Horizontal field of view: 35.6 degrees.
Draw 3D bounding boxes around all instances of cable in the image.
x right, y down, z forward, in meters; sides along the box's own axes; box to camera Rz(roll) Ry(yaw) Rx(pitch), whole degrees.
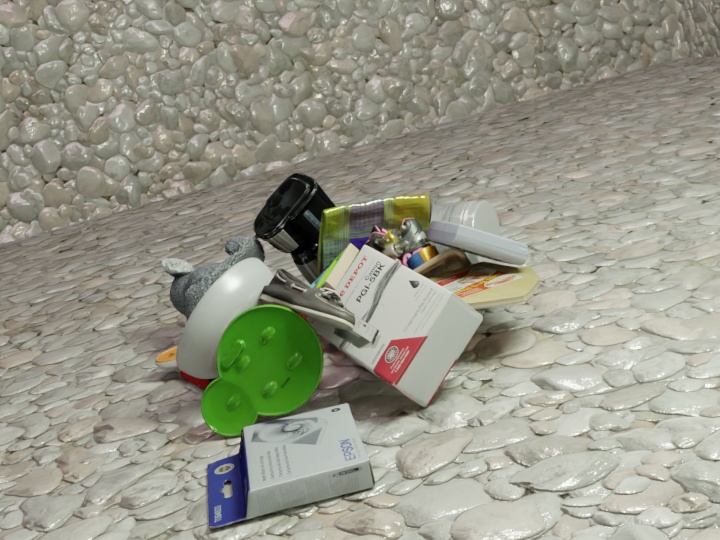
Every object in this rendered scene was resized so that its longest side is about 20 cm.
[{"bbox_3d":[0.000,0.000,1.791,0.200,0.050,0.098,-35,29,46],"label":"cable"}]

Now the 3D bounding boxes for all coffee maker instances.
[{"bbox_3d":[-0.066,-0.076,1.973,0.134,0.200,0.193,-2,51,46],"label":"coffee maker"}]

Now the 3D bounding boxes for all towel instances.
[{"bbox_3d":[0.027,-0.057,1.881,0.198,0.145,0.023,-7,38,-17],"label":"towel"}]

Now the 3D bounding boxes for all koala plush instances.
[{"bbox_3d":[-0.268,0.043,1.974,0.199,0.179,0.183,9,38,47],"label":"koala plush"}]

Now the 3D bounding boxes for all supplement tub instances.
[{"bbox_3d":[0.143,-0.056,2.051,0.198,0.133,0.132,-4,17,29],"label":"supplement tub"}]

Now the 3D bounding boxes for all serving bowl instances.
[{"bbox_3d":[-0.183,0.082,1.658,0.066,0.201,0.200,33,32,16],"label":"serving bowl"}]

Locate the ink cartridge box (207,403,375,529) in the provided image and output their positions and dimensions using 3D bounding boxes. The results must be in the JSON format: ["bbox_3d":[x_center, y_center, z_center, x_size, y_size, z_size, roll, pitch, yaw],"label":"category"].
[{"bbox_3d":[-0.094,0.231,1.362,0.198,0.041,0.200,-15,15,-6],"label":"ink cartridge box"}]

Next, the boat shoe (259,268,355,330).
[{"bbox_3d":[-0.071,0.035,1.548,0.067,0.057,0.199,29,-10,-37],"label":"boat shoe"}]

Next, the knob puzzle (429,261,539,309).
[{"bbox_3d":[0.173,0.034,1.628,0.217,0.031,0.220,-8,14,2],"label":"knob puzzle"}]

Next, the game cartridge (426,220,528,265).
[{"bbox_3d":[0.171,-0.044,1.726,0.132,0.041,0.200,20,1,-7],"label":"game cartridge"}]

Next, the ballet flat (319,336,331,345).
[{"bbox_3d":[-0.041,0.093,1.825,0.064,0.067,0.200,-41,15,1],"label":"ballet flat"}]

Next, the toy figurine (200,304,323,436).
[{"bbox_3d":[-0.128,0.141,1.609,0.200,0.150,0.184,-50,-6,5],"label":"toy figurine"}]

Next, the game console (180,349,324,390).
[{"bbox_3d":[-0.172,0.145,1.790,0.199,0.031,0.176,-20,12,-26],"label":"game console"}]

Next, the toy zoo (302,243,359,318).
[{"bbox_3d":[-0.085,0.052,1.762,0.200,0.020,0.131,-46,7,31],"label":"toy zoo"}]

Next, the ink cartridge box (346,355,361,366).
[{"bbox_3d":[0.085,0.086,1.695,0.199,0.068,0.117,-20,18,-27],"label":"ink cartridge box"}]

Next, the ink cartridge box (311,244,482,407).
[{"bbox_3d":[0.045,0.071,1.529,0.199,0.083,0.147,29,85,48],"label":"ink cartridge box"}]

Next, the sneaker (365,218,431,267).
[{"bbox_3d":[0.029,-0.022,1.855,0.199,0.096,0.079,-27,-7,23],"label":"sneaker"}]

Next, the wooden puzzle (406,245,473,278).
[{"bbox_3d":[0.079,0.017,1.776,0.199,0.047,0.185,-27,-14,7],"label":"wooden puzzle"}]

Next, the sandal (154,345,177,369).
[{"bbox_3d":[-0.243,0.103,1.825,0.205,0.060,0.079,-19,22,-2],"label":"sandal"}]
